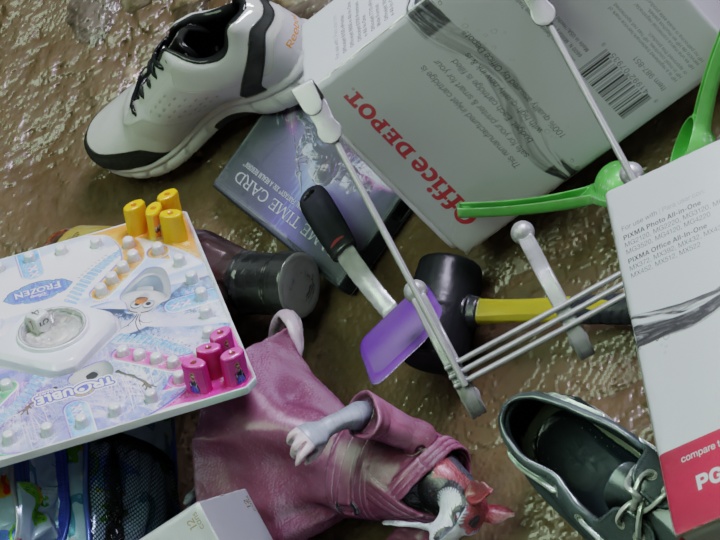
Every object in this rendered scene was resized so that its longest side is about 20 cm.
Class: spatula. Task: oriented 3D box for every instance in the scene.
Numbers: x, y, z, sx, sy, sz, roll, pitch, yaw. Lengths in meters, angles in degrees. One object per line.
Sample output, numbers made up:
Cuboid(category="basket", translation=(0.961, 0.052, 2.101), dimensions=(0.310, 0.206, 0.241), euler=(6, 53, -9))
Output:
Cuboid(category="spatula", translation=(0.000, 0.000, 1.647), dimensions=(0.056, 0.021, 0.200), euler=(-43, 37, 8))

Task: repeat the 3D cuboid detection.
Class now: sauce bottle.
Cuboid(category="sauce bottle", translation=(-0.111, 0.007, 1.752), dimensions=(0.199, 0.066, 0.066), euler=(4, 71, 38))

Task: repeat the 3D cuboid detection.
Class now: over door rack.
Cuboid(category="over door rack", translation=(0.075, -0.043, 1.528), dimensions=(0.147, 0.067, 0.201), euler=(-28, 92, 2))

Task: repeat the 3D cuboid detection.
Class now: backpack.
Cuboid(category="backpack", translation=(-0.194, 0.135, 1.682), dimensions=(0.183, 0.147, 0.201), euler=(-34, 43, 35))

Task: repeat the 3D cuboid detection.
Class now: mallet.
Cuboid(category="mallet", translation=(0.108, 0.031, 1.584), dimensions=(0.199, 0.041, 0.066), euler=(6, 71, 36))

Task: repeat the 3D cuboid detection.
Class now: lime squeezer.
Cuboid(category="lime squeezer", translation=(0.149, -0.064, 1.572), dimensions=(0.200, 0.071, 0.038), euler=(-36, 37, 21))

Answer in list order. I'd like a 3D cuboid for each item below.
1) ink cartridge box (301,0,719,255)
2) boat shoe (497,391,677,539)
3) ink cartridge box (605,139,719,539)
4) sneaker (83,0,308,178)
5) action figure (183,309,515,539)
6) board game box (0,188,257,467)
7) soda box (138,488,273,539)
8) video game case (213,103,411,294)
Cuboid(category="ink cartridge box", translation=(0.086, -0.128, 1.595), dimensions=(0.200, 0.145, 0.084), euler=(-36, 29, 19))
Cuboid(category="boat shoe", translation=(0.142, 0.126, 1.488), dimensions=(0.073, 0.062, 0.200), euler=(-53, 46, 6))
Cuboid(category="ink cartridge box", translation=(0.206, 0.052, 1.417), dimensions=(0.083, 0.145, 0.201), euler=(-26, 54, 27))
Cuboid(category="sneaker", translation=(-0.110, -0.123, 1.792), dimensions=(0.199, 0.080, 0.074), euler=(-27, 47, 36))
Cuboid(category="action figure", translation=(0.002, 0.117, 1.606), dimensions=(0.199, 0.135, 0.149), euler=(8, 30, 28))
Cuboid(category="board game box", translation=(-0.177, 0.033, 1.640), dimensions=(0.199, 0.026, 0.200), euler=(-16, 34, -8))
Cuboid(category="soda box", translation=(-0.052, 0.223, 1.536), dimensions=(0.068, 0.064, 0.201), euler=(-33, 81, 21))
Cuboid(category="video game case", translation=(0.008, -0.101, 1.740), dimensions=(0.143, 0.019, 0.201), euler=(38, 95, 44))
